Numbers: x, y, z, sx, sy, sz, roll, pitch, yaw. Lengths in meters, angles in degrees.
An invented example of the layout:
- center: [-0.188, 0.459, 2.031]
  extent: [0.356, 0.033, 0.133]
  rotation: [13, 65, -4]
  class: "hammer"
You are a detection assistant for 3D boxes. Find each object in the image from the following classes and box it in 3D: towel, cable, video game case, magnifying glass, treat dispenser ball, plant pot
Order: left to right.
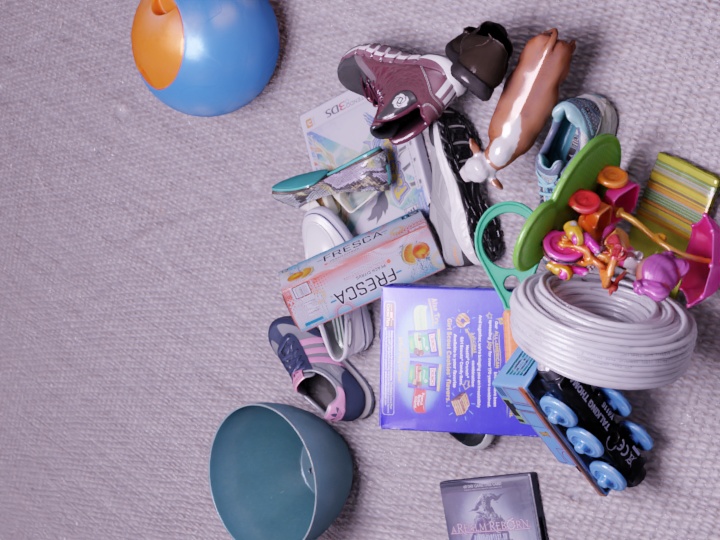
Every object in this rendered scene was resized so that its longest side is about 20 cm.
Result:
- center: [-0.207, -0.308, 1.846]
  extent: [0.199, 0.200, 0.204]
  rotation: [4, 96, 41]
  class: "treat dispenser ball"
- center: [-0.086, 0.268, 1.828]
  extent: [0.199, 0.134, 0.203]
  rotation: [4, 97, 41]
  class: "plant pot"
- center: [0.010, -0.138, 1.787]
  extent: [0.181, 0.022, 0.202]
  rotation: [-22, 79, 40]
  class: "video game case"
- center: [0.171, 0.353, 1.687]
  extent: [0.142, 0.019, 0.203]
  rotation: [-13, 85, 41]
  class: "video game case"
- center: [0.172, 0.023, 1.554]
  extent: [0.079, 0.022, 0.203]
  rotation: [-3, 89, 11]
  class: "magnifying glass"
- center: [0.251, 0.059, 1.452]
  extent: [0.199, 0.198, 0.070]
  rotation: [31, 119, 44]
  class: "cable"
- center: [0.330, -0.024, 1.520]
  extent: [0.086, 0.018, 0.202]
  rotation: [34, 116, 41]
  class: "towel"

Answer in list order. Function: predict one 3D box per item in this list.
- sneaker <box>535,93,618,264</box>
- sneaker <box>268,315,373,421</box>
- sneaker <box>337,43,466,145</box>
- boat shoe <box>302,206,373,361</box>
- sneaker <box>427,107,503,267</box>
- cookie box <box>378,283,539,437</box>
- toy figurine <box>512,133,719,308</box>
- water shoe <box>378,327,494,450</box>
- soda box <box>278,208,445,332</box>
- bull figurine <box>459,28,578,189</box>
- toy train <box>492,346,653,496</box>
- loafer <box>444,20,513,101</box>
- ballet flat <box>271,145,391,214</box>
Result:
- center: [0.224, -0.101, 1.559]
  extent: [0.077, 0.086, 0.203]
  rotation: [18, 106, 38]
  class: "sneaker"
- center: [-0.071, 0.128, 1.838]
  extent: [0.200, 0.082, 0.071]
  rotation: [38, 117, 33]
  class: "sneaker"
- center: [0.025, -0.209, 1.668]
  extent: [0.199, 0.076, 0.116]
  rotation: [10, 56, 44]
  class: "sneaker"
- center: [-0.034, 0.020, 1.769]
  extent: [0.073, 0.067, 0.202]
  rotation: [-10, 107, 36]
  class: "boat shoe"
- center: [0.109, -0.100, 1.672]
  extent: [0.079, 0.073, 0.203]
  rotation: [-16, 83, 46]
  class: "sneaker"
- center: [0.125, 0.103, 1.615]
  extent: [0.197, 0.075, 0.174]
  rotation: [2, 95, 11]
  class: "cookie box"
- center: [0.288, -0.025, 1.438]
  extent: [0.183, 0.199, 0.151]
  rotation: [32, 139, 28]
  class: "toy figurine"
- center: [0.088, 0.141, 1.702]
  extent: [0.072, 0.078, 0.201]
  rotation: [-49, 63, 33]
  class: "water shoe"
- center: [0.000, 0.000, 1.698]
  extent: [0.198, 0.069, 0.064]
  rotation: [-24, 113, 2]
  class: "soda box"
- center: [0.183, -0.183, 1.559]
  extent: [0.065, 0.121, 0.201]
  rotation: [32, 114, 4]
  class: "bull figurine"
- center: [0.237, 0.162, 1.515]
  extent: [0.200, 0.087, 0.114]
  rotation: [51, 156, -25]
  class: "toy train"
- center: [0.146, -0.246, 1.572]
  extent: [0.073, 0.200, 0.071]
  rotation: [37, 107, -12]
  class: "loafer"
- center: [-0.036, -0.102, 1.776]
  extent: [0.199, 0.072, 0.073]
  rotation: [-15, 84, 42]
  class: "ballet flat"
